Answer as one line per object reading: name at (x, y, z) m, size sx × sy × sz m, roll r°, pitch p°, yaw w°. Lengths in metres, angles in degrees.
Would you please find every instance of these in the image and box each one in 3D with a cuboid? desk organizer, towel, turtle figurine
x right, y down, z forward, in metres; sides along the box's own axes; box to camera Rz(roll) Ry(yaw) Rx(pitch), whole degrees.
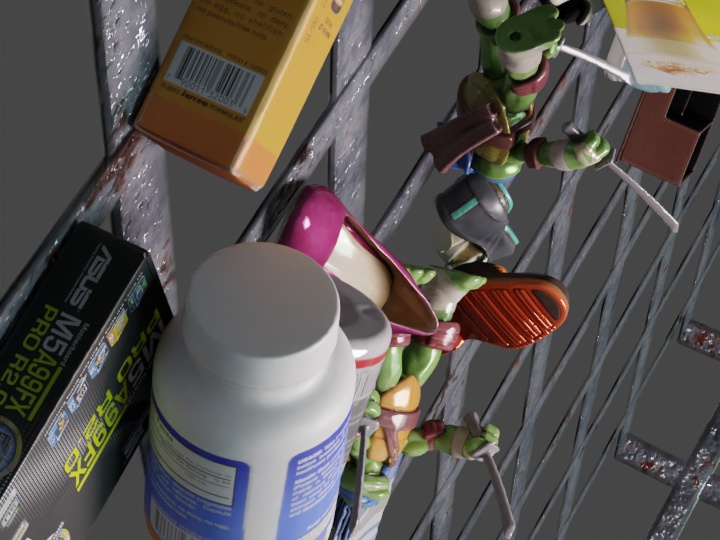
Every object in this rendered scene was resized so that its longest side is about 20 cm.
desk organizer at (0.358, -0.200, 2.649) m, size 0.072 × 0.077 × 0.200 m, roll -36°, pitch 148°, yaw -63°
towel at (-0.010, 0.260, 2.199) m, size 0.147 × 0.024 × 0.200 m, roll -41°, pitch 153°, yaw -60°
turtle figurine at (0.146, -0.146, 1.790) m, size 0.194 × 0.200 × 0.144 m, roll 77°, pitch 24°, yaw -55°
turtle figurine at (0.052, 0.097, 1.817) m, size 0.200 × 0.144 × 0.194 m, roll -155°, pitch -105°, yaw -75°

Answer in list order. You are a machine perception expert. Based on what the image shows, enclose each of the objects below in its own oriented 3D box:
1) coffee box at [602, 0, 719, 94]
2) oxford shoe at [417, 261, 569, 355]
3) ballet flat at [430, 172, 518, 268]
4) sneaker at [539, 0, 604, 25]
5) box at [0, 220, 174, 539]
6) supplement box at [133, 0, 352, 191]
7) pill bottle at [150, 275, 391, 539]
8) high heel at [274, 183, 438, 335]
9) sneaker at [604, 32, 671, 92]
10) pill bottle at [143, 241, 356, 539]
coffee box at (0.317, -0.262, 1.891) m, size 0.198 × 0.199 × 0.200 m, roll 55°, pitch 49°, yaw -61°
oxford shoe at (0.103, 0.017, 1.935) m, size 0.200 × 0.071 × 0.073 m, roll -7°, pitch -143°, yaw 53°
ballet flat at (0.088, -0.038, 1.979) m, size 0.073 × 0.073 × 0.200 m, roll -63°, pitch 172°, yaw -6°
sneaker at (0.181, -0.240, 1.964) m, size 0.088 × 0.076 × 0.200 m, roll -60°, pitch 157°, yaw 7°
box at (-0.167, 0.093, 1.283) m, size 0.200 × 0.044 × 0.160 m, roll -60°, pitch 165°, yaw -19°
supplement box at (-0.045, -0.147, 1.279) m, size 0.200 × 0.069 × 0.067 m, roll -63°, pitch 167°, yaw -2°
pill bottle at (-0.063, 0.106, 1.546) m, size 0.114 × 0.114 × 0.200 m, roll -34°, pitch 147°, yaw -65°
high heel at (0.000, 0.000, 1.630) m, size 0.067 × 0.096 × 0.200 m, roll -61°, pitch 166°, yaw -14°
sneaker at (0.311, -0.267, 2.349) m, size 0.074 × 0.082 × 0.200 m, roll -34°, pitch 146°, yaw -66°
pill bottle at (-0.061, 0.079, 1.331) m, size 0.112 × 0.112 × 0.200 m, roll -53°, pitch 162°, yaw -39°
